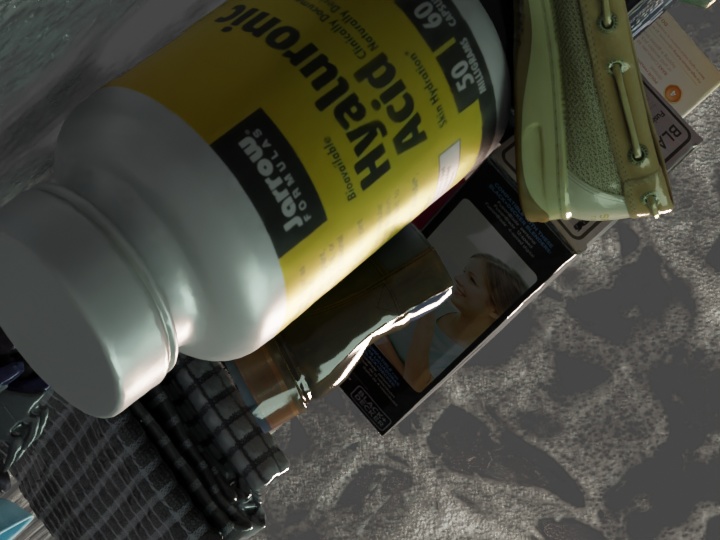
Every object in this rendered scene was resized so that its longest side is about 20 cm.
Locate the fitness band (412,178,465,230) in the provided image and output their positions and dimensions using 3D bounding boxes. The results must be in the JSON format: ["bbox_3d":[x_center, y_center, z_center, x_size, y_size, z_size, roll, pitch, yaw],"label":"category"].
[{"bbox_3d":[0.000,0.000,0.930,0.143,0.038,0.200,-40,176,-4],"label":"fitness band"}]

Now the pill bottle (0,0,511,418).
[{"bbox_3d":[-0.044,-0.037,0.643,0.200,0.112,0.111,-40,177,-28],"label":"pill bottle"}]

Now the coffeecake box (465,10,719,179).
[{"bbox_3d":[0.103,-0.109,1.095,0.200,0.154,0.073,-40,177,-5],"label":"coffeecake box"}]

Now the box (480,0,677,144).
[{"bbox_3d":[0.090,-0.149,0.801,0.148,0.107,0.200,-42,178,3],"label":"box"}]

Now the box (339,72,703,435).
[{"bbox_3d":[0.067,-0.010,0.846,0.116,0.060,0.200,-39,174,-37],"label":"box"}]

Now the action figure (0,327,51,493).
[{"bbox_3d":[-0.121,0.007,0.749,0.200,0.069,0.130,-45,172,9],"label":"action figure"}]

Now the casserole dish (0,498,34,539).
[{"bbox_3d":[-0.356,0.249,1.512,0.121,0.039,0.200,-41,176,2],"label":"casserole dish"}]

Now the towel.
[{"bbox_3d":[-0.130,0.089,0.890,0.085,0.166,0.200,-32,173,-28],"label":"towel"}]

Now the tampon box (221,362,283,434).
[{"bbox_3d":[-0.110,0.073,1.263,0.200,0.127,0.150,-39,176,-30],"label":"tampon box"}]

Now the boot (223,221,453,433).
[{"bbox_3d":[-0.016,0.009,0.758,0.096,0.075,0.200,-28,-165,-1],"label":"boot"}]

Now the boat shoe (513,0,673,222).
[{"bbox_3d":[0.089,-0.115,0.650,0.062,0.203,0.073,1,-161,8],"label":"boat shoe"}]

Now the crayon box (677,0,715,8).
[{"bbox_3d":[0.206,-0.240,0.891,0.200,0.051,0.127,133,-33,-66],"label":"crayon box"}]
